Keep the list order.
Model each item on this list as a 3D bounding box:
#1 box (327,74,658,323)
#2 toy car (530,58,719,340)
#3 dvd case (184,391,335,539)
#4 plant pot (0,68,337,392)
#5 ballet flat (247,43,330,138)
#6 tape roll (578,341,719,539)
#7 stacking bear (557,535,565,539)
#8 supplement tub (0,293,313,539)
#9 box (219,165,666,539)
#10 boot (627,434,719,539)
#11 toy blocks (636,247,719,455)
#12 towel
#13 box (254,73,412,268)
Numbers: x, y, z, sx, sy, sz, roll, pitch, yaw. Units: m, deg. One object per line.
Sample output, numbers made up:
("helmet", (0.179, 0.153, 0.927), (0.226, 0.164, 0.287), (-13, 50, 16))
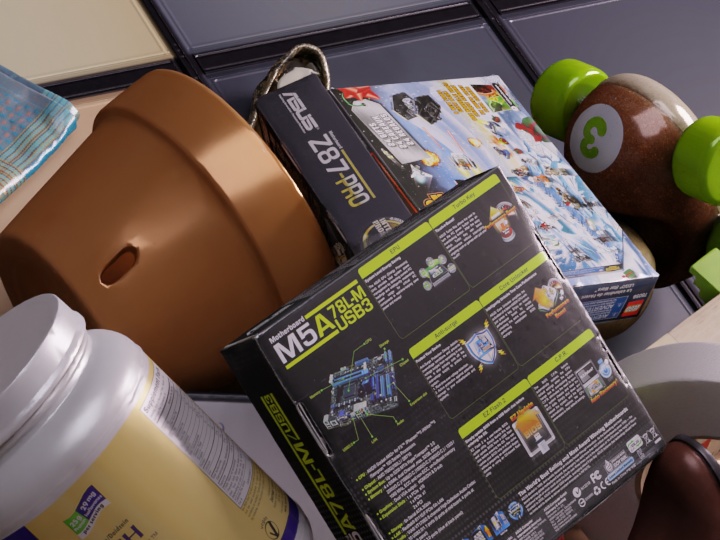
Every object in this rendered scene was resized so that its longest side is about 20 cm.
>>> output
("box", (0.076, -0.042, 1.748), (0.137, 0.040, 0.200), (-6, 45, -34))
("toy car", (0.147, -0.016, 1.832), (0.200, 0.158, 0.164), (-43, 42, -19))
("dvd case", (-0.025, 0.145, 1.651), (0.200, 0.018, 0.143), (3, 81, -17))
("plant pot", (-0.124, -0.001, 1.691), (0.140, 0.200, 0.200), (-36, 67, -22))
("ballet flat", (-0.056, -0.078, 1.852), (0.068, 0.075, 0.200), (16, 46, -4))
("tape roll", (0.221, 0.127, 1.678), (0.203, 0.203, 0.037), (22, 45, 1))
("stacking bear", (0.035, 0.195, 1.599), (0.200, 0.121, 0.114), (-28, 100, -29))
("supplement tub", (-0.139, 0.124, 1.513), (0.200, 0.145, 0.145), (46, 42, -19))
("box", (0.050, 0.072, 1.549), (0.200, 0.048, 0.193), (-36, 95, -33))
("boot", (0.123, 0.201, 1.596), (0.200, 0.188, 0.068), (-17, 38, -33))
("toy blocks", (0.227, 0.069, 1.787), (0.200, 0.137, 0.100), (-34, 69, -31))
("towel", (-0.291, -0.081, 1.809), (0.147, 0.022, 0.200), (31, 46, 10))
("box", (0.000, 0.000, 1.710), (0.049, 0.200, 0.161), (-24, 55, -10))
